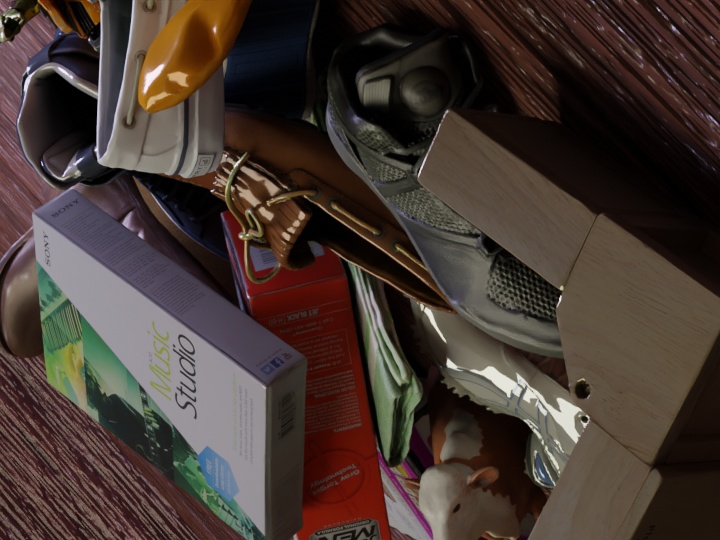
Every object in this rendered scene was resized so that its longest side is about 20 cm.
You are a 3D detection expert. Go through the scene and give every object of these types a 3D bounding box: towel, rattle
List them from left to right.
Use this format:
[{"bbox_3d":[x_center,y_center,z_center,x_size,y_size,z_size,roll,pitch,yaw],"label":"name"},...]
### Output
[{"bbox_3d":[-0.088,-0.194,0.967,0.130,0.143,0.200,62,-178,37],"label":"rattle"},{"bbox_3d":[0.000,0.000,1.244,0.153,0.023,0.201,96,160,-70],"label":"towel"}]

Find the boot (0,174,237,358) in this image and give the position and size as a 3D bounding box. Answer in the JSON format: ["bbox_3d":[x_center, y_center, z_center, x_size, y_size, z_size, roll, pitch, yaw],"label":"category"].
[{"bbox_3d":[-0.154,0.042,1.374,0.200,0.064,0.187,48,132,31],"label":"boot"}]

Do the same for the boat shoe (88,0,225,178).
[{"bbox_3d":[-0.107,-0.147,1.075,0.074,0.067,0.201,156,111,-66],"label":"boat shoe"}]

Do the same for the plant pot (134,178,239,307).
[{"bbox_3d":[-0.114,-0.006,1.488,0.200,0.186,0.186,59,169,18],"label":"plant pot"}]

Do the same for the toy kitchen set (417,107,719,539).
[{"bbox_3d":[0.111,0.060,0.982,0.163,0.200,0.180,3,-152,-47],"label":"toy kitchen set"}]

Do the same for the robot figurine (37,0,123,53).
[{"bbox_3d":[-0.146,-0.175,1.193,0.145,0.058,0.200,50,-171,-3],"label":"robot figurine"}]

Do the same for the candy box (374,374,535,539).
[{"bbox_3d":[0.040,0.137,1.565,0.137,0.061,0.200,55,164,-19],"label":"candy box"}]

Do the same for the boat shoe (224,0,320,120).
[{"bbox_3d":[-0.061,-0.131,1.169,0.200,0.072,0.073,114,145,-58],"label":"boat shoe"}]

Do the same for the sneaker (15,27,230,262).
[{"bbox_3d":[-0.120,-0.059,1.263,0.202,0.077,0.146,48,-161,-12],"label":"sneaker"}]

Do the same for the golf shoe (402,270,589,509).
[{"bbox_3d":[0.108,0.056,1.175,0.200,0.078,0.097,50,147,-17],"label":"golf shoe"}]

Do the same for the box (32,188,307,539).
[{"bbox_3d":[-0.112,0.059,1.251,0.200,0.036,0.145,35,141,31],"label":"box"}]

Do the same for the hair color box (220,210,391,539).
[{"bbox_3d":[-0.031,0.066,1.278,0.102,0.061,0.201,-112,10,-57],"label":"hair color box"}]

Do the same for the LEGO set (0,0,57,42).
[{"bbox_3d":[-0.240,-0.173,1.504,0.200,0.116,0.154,50,166,-2],"label":"LEGO set"}]

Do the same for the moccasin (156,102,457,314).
[{"bbox_3d":[-0.029,-0.031,1.141,0.201,0.078,0.074,23,162,6],"label":"moccasin"}]

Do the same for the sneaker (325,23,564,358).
[{"bbox_3d":[0.051,-0.043,1.040,0.200,0.076,0.114,51,173,18],"label":"sneaker"}]

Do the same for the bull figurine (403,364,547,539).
[{"bbox_3d":[0.078,0.119,1.282,0.122,0.065,0.200,56,-162,-25],"label":"bull figurine"}]
